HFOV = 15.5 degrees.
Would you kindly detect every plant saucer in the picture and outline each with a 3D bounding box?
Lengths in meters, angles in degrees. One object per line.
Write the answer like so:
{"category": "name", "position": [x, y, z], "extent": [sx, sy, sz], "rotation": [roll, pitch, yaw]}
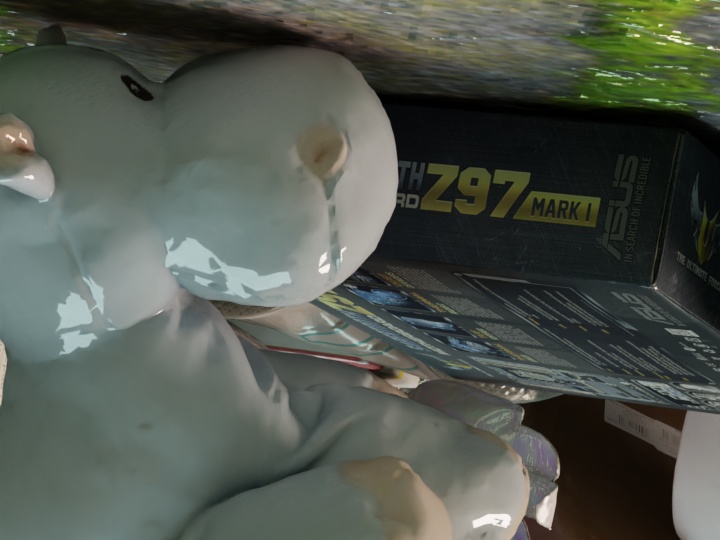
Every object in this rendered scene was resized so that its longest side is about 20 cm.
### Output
{"category": "plant saucer", "position": [0.133, 0.104, 1.116], "extent": [0.200, 0.200, 0.029], "rotation": [11, 133, -31]}

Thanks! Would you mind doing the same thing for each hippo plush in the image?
{"category": "hippo plush", "position": [-0.058, 0.013, 0.713], "extent": [0.199, 0.161, 0.159], "rotation": [-5, -167, 2]}

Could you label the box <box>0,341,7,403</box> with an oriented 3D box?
{"category": "box", "position": [-0.193, -0.017, 0.835], "extent": [0.128, 0.109, 0.200], "rotation": [7, 176, 34]}

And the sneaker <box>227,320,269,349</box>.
{"category": "sneaker", "position": [-0.134, 0.051, 1.012], "extent": [0.199, 0.112, 0.078], "rotation": [15, -172, -17]}

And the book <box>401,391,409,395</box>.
{"category": "book", "position": [-0.068, 0.055, 1.152], "extent": [0.199, 0.048, 0.134], "rotation": [8, 179, -17]}

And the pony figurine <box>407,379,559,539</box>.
{"category": "pony figurine", "position": [-0.005, 0.112, 0.979], "extent": [0.199, 0.167, 0.193], "rotation": [-18, -152, -22]}

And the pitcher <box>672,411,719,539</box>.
{"category": "pitcher", "position": [0.219, 0.097, 1.019], "extent": [0.199, 0.122, 0.172], "rotation": [12, -156, 22]}

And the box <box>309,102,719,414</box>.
{"category": "box", "position": [0.059, -0.001, 0.827], "extent": [0.157, 0.051, 0.200], "rotation": [6, 167, 30]}

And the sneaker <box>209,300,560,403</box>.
{"category": "sneaker", "position": [0.000, 0.000, 1.049], "extent": [0.200, 0.071, 0.080], "rotation": [17, 179, -16]}

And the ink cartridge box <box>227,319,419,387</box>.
{"category": "ink cartridge box", "position": [-0.032, 0.011, 1.188], "extent": [0.116, 0.068, 0.200], "rotation": [7, 176, 10]}
